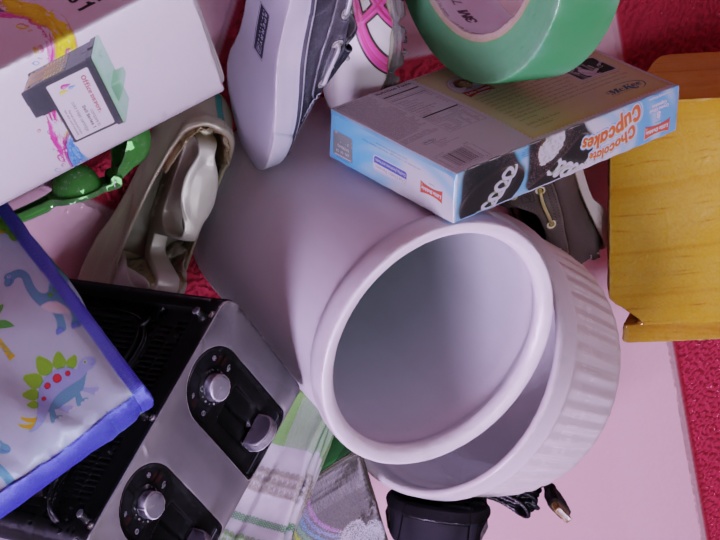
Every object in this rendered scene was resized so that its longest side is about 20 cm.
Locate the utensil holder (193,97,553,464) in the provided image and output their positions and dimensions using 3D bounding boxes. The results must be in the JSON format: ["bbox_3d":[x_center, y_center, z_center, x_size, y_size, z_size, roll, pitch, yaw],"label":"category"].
[{"bbox_3d":[0.000,0.000,1.502,0.169,0.200,0.171,-18,127,-25],"label":"utensil holder"}]

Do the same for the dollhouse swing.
[{"bbox_3d":[0.264,-0.082,1.712,0.180,0.176,0.201,-3,124,2],"label":"dollhouse swing"}]

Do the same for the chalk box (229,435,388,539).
[{"bbox_3d":[-0.097,0.182,1.604,0.199,0.124,0.125,-29,131,-14],"label":"chalk box"}]

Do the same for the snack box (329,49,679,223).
[{"bbox_3d":[0.092,-0.094,1.469,0.199,0.116,0.037,-22,127,-36],"label":"snack box"}]

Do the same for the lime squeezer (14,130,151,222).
[{"bbox_3d":[-0.174,-0.072,1.449,0.200,0.038,0.071,-49,133,3],"label":"lime squeezer"}]

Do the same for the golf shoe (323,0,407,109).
[{"bbox_3d":[-0.020,-0.187,1.463,0.091,0.073,0.202,-10,115,-21],"label":"golf shoe"}]

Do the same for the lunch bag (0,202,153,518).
[{"bbox_3d":[-0.221,0.069,1.301,0.170,0.200,0.128,-37,129,-8],"label":"lunch bag"}]

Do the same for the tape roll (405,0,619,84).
[{"bbox_3d":[0.087,-0.216,1.425,0.048,0.200,0.202,-9,123,-30],"label":"tape roll"}]

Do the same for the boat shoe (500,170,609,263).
[{"bbox_3d":[0.117,-0.064,1.631,0.059,0.072,0.200,-43,138,-7],"label":"boat shoe"}]

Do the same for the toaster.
[{"bbox_3d":[-0.158,0.108,1.421,0.119,0.199,0.182,50,59,-39],"label":"toaster"}]

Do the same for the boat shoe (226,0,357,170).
[{"bbox_3d":[-0.035,-0.140,1.415,0.067,0.072,0.201,-15,143,-23],"label":"boat shoe"}]

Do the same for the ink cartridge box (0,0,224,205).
[{"bbox_3d":[-0.199,-0.119,1.328,0.199,0.145,0.084,-29,128,-16],"label":"ink cartridge box"}]

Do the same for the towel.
[{"bbox_3d":[-0.111,0.150,1.513,0.031,0.148,0.201,96,14,-65],"label":"towel"}]

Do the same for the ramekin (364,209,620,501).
[{"bbox_3d":[0.085,0.063,1.608,0.105,0.200,0.201,17,108,-49],"label":"ramekin"}]

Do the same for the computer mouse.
[{"bbox_3d":[0.082,0.177,1.652,0.139,0.200,0.046,9,95,-3],"label":"computer mouse"}]

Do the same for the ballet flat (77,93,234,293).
[{"bbox_3d":[-0.129,-0.020,1.493,0.069,0.069,0.201,8,113,-37],"label":"ballet flat"}]
